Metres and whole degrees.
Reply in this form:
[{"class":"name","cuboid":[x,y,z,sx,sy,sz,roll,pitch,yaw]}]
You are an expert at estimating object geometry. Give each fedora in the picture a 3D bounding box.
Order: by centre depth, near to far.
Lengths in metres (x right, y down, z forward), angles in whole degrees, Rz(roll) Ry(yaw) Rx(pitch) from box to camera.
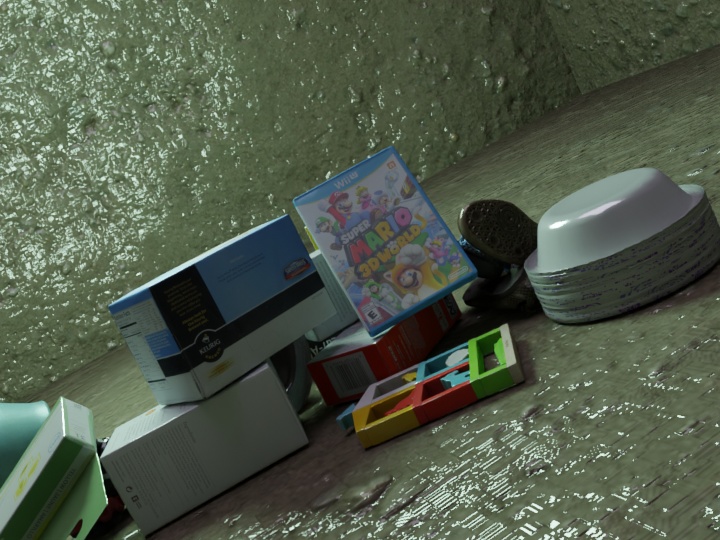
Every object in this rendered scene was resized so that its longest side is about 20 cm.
[{"class":"fedora","cuboid":[-0.155,0.126,1.065,0.175,0.201,0.090,-19,-21,-19]}]

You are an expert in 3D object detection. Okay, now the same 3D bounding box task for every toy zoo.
[{"class":"toy zoo","cuboid":[0.066,0.120,0.829,0.198,0.021,0.131,-26,8,11]}]

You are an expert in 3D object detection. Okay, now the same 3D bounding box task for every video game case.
[{"class":"video game case","cuboid":[0.026,-0.039,0.959,0.142,0.201,0.018,-29,-26,-5]}]

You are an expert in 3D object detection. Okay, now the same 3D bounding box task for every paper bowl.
[{"class":"paper bowl","cuboid":[0.268,-0.035,0.865,0.199,0.105,0.201,-26,10,5]}]

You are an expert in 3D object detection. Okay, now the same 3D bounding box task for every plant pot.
[{"class":"plant pot","cuboid":[-0.548,0.286,1.220,0.186,0.202,0.199,-13,0,-31]}]

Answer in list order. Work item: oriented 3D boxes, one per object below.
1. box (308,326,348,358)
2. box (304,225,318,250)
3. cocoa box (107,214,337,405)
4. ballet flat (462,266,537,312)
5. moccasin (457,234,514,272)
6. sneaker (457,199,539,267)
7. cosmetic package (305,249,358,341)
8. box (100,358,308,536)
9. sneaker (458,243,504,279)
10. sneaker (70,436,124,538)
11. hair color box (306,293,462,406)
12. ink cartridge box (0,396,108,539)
[{"class":"box","cuboid":[-0.041,0.092,1.263,0.159,0.044,0.200,-26,8,11]},{"class":"box","cuboid":[0.032,-0.045,1.411,0.198,0.177,0.097,-25,8,6]},{"class":"cocoa box","cuboid":[-0.155,0.043,0.929,0.199,0.132,0.133,-32,8,-37]},{"class":"ballet flat","cuboid":[0.175,0.027,1.014,0.068,0.046,0.200,-51,6,-8]},{"class":"moccasin","cuboid":[0.167,-0.032,1.189,0.080,0.069,0.200,14,1,-13]},{"class":"sneaker","cuboid":[0.187,-0.029,0.981,0.198,0.071,0.075,15,-19,-26]},{"class":"cosmetic package","cuboid":[0.000,0.000,1.068,0.199,0.102,0.074,-29,7,-15]},{"class":"box","cuboid":[-0.170,0.184,0.913,0.199,0.098,0.124,-28,7,-7]},{"class":"sneaker","cuboid":[0.073,0.000,0.998,0.198,0.090,0.074,11,1,14]},{"class":"sneaker","cuboid":[-0.283,0.230,0.994,0.070,0.099,0.200,-20,9,44]},{"class":"hair color box","cuboid":[0.035,0.084,1.009,0.110,0.064,0.200,-21,11,35]},{"class":"ink cartridge box","cuboid":[-0.329,0.240,0.854,0.146,0.048,0.200,-56,26,2]}]
